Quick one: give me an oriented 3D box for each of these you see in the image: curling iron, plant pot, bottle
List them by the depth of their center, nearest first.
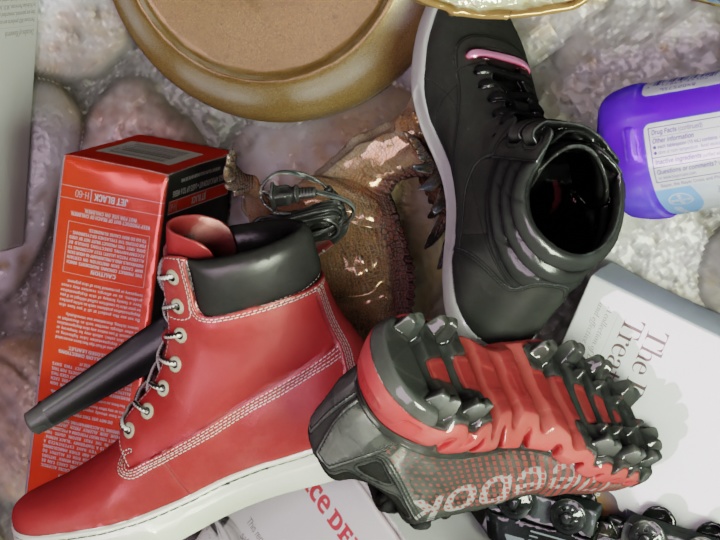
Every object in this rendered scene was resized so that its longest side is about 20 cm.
[{"bbox_3d":[0.215,-0.069,1.339,0.199,0.084,0.066,-9,85,19],"label":"bottle"},{"bbox_3d":[-0.086,0.017,1.383,0.200,0.026,0.050,-37,119,17],"label":"curling iron"},{"bbox_3d":[-0.047,-0.174,1.445,0.199,0.027,0.201,2,98,18],"label":"plant pot"}]

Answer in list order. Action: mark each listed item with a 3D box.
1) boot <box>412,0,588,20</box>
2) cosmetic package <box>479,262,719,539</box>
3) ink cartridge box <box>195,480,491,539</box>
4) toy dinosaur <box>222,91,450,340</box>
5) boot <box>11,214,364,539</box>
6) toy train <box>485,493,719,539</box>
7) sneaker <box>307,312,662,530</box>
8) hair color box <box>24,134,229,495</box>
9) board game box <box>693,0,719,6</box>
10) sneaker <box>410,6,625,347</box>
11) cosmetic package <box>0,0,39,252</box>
[{"bbox_3d":[0.011,-0.154,1.306,0.175,0.200,0.066,-4,103,-3],"label":"boot"},{"bbox_3d":[0.147,0.119,1.408,0.150,0.052,0.200,25,105,11],"label":"cosmetic package"},{"bbox_3d":[-0.025,0.185,1.426,0.200,0.084,0.145,-56,43,18],"label":"ink cartridge box"},{"bbox_3d":[0.000,0.000,1.427,0.135,0.086,0.201,7,108,6],"label":"toy dinosaur"},{"bbox_3d":[-0.097,0.051,1.353,0.200,0.072,0.145,-23,113,11],"label":"boot"},{"bbox_3d":[0.154,0.143,1.365,0.199,0.034,0.046,15,106,15],"label":"toy train"},{"bbox_3d":[0.055,0.076,1.318,0.098,0.200,0.071,-41,54,31],"label":"sneaker"},{"bbox_3d":[-0.119,0.037,1.461,0.061,0.101,0.201,11,102,16],"label":"hair color box"},{"bbox_3d":[0.184,-0.151,1.273,0.199,0.200,0.062,15,93,17],"label":"board game box"},{"bbox_3d":[0.080,-0.066,1.351,0.099,0.071,0.201,-39,49,51],"label":"sneaker"},{"bbox_3d":[-0.233,-0.111,1.487,0.107,0.085,0.201,9,101,18],"label":"cosmetic package"}]
